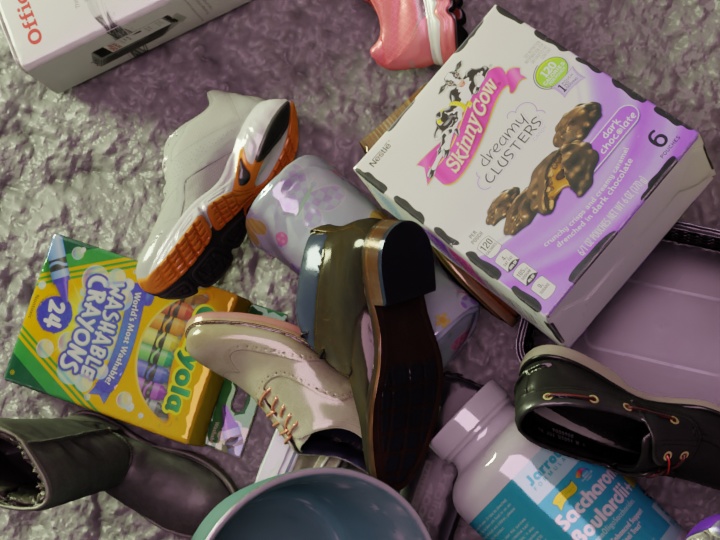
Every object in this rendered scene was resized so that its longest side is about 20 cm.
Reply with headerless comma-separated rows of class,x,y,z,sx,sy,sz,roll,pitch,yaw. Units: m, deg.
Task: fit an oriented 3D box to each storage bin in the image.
storage bin,0.226,0.036,1.215,0.199,0.094,0.136,13,85,13

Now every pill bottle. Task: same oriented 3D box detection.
pill bottle,0.144,0.175,1.193,0.200,0.111,0.111,44,91,8

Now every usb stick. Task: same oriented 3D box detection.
usb stick,0.054,0.178,1.258,0.055,0.033,0.201,19,85,6

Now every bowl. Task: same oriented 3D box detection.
bowl,-0.052,0.232,1.176,0.200,0.105,0.202,-3,96,-25

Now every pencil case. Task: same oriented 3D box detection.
pencil case,0.000,0.000,1.263,0.200,0.083,0.091,42,98,17

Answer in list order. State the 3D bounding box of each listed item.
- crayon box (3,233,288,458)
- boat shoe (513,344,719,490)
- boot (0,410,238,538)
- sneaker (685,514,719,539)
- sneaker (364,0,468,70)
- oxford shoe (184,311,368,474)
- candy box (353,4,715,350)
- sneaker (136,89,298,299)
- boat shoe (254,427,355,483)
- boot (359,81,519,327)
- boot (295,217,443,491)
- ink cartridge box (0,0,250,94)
crayon box,-0.174,0.061,1.308,0.199,0.052,0.127,18,85,12
boat shoe,0.201,0.120,1.142,0.200,0.074,0.063,22,46,-6
boot,-0.197,0.156,1.222,0.181,0.200,0.073,21,86,13
sneaker,0.279,0.192,1.137,0.069,0.200,0.100,23,73,30
sneaker,0.029,-0.256,1.306,0.086,0.074,0.202,-11,79,13
oxford shoe,-0.049,0.094,1.228,0.199,0.071,0.074,23,55,5
candy box,0.123,-0.071,1.172,0.200,0.072,0.168,38,86,31
sneaker,-0.131,-0.064,1.296,0.092,0.076,0.200,19,58,25
boat shoe,-0.060,0.203,1.256,0.062,0.072,0.201,17,83,14
boot,0.112,-0.071,1.270,0.155,0.077,0.201,-34,70,0
boot,0.004,0.058,1.194,0.097,0.074,0.202,11,102,47
ink cartridge box,-0.205,-0.259,1.344,0.199,0.083,0.148,-24,78,6
